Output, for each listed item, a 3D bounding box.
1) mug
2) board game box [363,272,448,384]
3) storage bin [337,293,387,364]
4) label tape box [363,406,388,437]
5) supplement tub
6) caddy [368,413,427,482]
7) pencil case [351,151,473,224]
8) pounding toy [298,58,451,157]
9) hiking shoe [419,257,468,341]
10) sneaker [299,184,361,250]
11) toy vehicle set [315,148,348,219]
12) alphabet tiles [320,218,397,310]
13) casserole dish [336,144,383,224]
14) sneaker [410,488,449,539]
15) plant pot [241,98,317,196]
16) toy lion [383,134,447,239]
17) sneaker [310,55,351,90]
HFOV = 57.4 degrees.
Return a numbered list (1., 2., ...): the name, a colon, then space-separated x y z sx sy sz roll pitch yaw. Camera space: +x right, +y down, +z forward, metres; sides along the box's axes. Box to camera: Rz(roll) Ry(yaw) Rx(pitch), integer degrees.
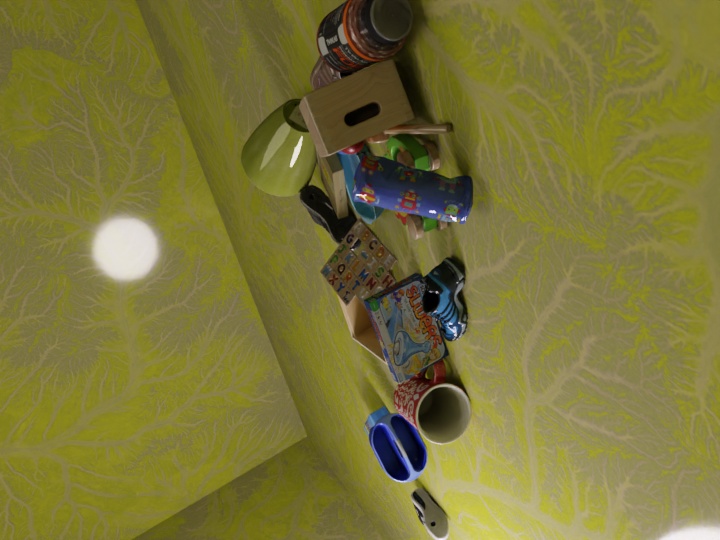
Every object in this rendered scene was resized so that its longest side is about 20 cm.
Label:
1. mug: 0.169 0.297 1.546 0.133 0.179 0.200 29 172 -13
2. board game box: 0.101 0.125 1.422 0.034 0.135 0.202 21 135 65
3. storage bin: 0.030 0.098 1.648 0.200 0.093 0.200 29 141 61
4. label tape box: 0.078 0.547 2.176 0.144 0.066 0.200 58 164 19
5. supplement tub: 0.007 -0.380 1.040 0.200 0.106 0.108 16 130 67
6. caddy: 0.110 0.516 1.925 0.201 0.140 0.105 62 167 3
7. pencil case: 0.083 -0.133 1.056 0.087 0.198 0.079 -76 -2 -49
8. pounding toy: 0.018 -0.257 1.102 0.184 0.198 0.143 -132 19 -78
9. hiking shoe: 0.154 0.066 1.271 0.074 0.086 0.201 44 153 46
10. sneaker: -0.066 -0.127 1.657 0.199 0.076 0.114 43 -179 10
11. toy vehicle set: -0.067 -0.221 1.519 0.200 0.026 0.125 85 162 -65
12. alphabet tiles: 0.000 0.000 1.541 0.008 0.168 0.200 19 -157 -49
13. casserole dish: 0.002 -0.198 1.413 0.121 0.039 0.202 30 141 60
14. sneaker: 0.233 0.797 2.091 0.200 0.073 0.113 -127 16 -54
15. plant pot: -0.169 -0.309 1.561 0.188 0.186 0.200 60 147 11
16. toy lion: 0.084 -0.163 1.213 0.192 0.068 0.201 -126 19 -51
17. sneaker: -0.045 -0.373 1.254 0.076 0.070 0.200 59 162 9
